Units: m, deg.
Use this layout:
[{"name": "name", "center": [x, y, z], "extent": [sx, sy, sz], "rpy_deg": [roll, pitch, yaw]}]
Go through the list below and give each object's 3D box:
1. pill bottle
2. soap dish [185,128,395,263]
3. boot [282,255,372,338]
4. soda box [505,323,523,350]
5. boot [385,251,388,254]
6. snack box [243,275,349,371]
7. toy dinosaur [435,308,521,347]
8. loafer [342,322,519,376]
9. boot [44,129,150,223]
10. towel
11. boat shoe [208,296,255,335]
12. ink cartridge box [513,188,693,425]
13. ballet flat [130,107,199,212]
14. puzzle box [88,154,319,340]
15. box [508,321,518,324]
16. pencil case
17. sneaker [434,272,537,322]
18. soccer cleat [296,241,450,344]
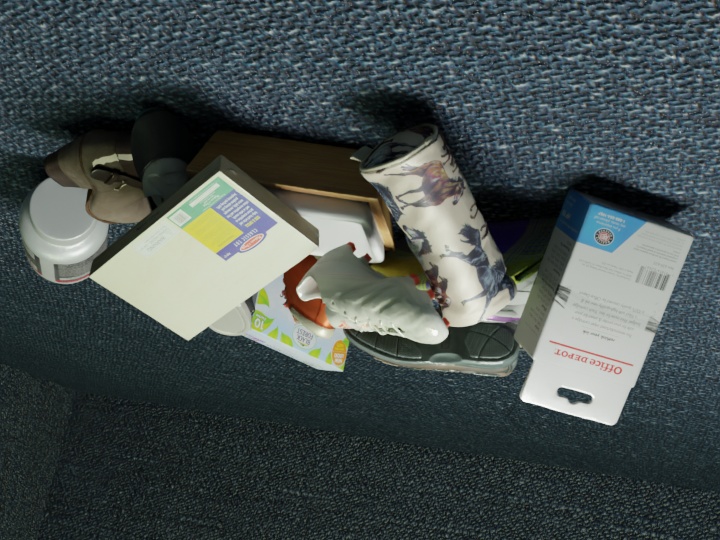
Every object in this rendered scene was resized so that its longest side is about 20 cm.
[{"name": "pill bottle", "center": [-0.376, -0.055, 1.444], "extent": [0.109, 0.112, 0.200], "rpy_deg": [15, 165, -11]}, {"name": "soap dish", "center": [-0.064, -0.076, 1.168], "extent": [0.197, 0.082, 0.158], "rpy_deg": [10, 165, 12]}, {"name": "boot", "center": [-0.069, -0.001, 1.310], "extent": [0.074, 0.108, 0.200], "rpy_deg": [14, -163, -35]}, {"name": "soda box", "center": [0.256, 0.064, 1.440], "extent": [0.063, 0.072, 0.199], "rpy_deg": [19, 165, -42]}, {"name": "boot", "center": [0.000, 0.000, 1.362], "extent": [0.068, 0.189, 0.201], "rpy_deg": [-28, 149, -7]}, {"name": "snack box", "center": [-0.082, 0.036, 1.475], "extent": [0.052, 0.144, 0.199], "rpy_deg": [3, 163, 37]}, {"name": "toy dinosaur", "center": [0.123, 0.062, 1.345], "extent": [0.087, 0.048, 0.200], "rpy_deg": [2, -173, -11]}, {"name": "loafer", "center": [0.077, 0.087, 1.260], "extent": [0.197, 0.073, 0.063], "rpy_deg": [9, 148, 12]}, {"name": "boot", "center": [-0.248, -0.101, 1.266], "extent": [0.144, 0.071, 0.200], "rpy_deg": [-5, 166, 26]}, {"name": "towel", "center": [0.111, -0.019, 1.193], "extent": [0.198, 0.143, 0.023], "rpy_deg": [1, 117, 40]}, {"name": "boat shoe", "center": [-0.151, -0.011, 1.184], "extent": [0.073, 0.061, 0.201], "rpy_deg": [-3, 142, 14]}, {"name": "ink cartridge box", "center": [0.226, 0.036, 1.103], "extent": [0.114, 0.202, 0.067], "rpy_deg": [16, -167, -15]}, {"name": "ballet flat", "center": [-0.192, -0.078, 1.175], "extent": [0.072, 0.074, 0.201], "rpy_deg": [10, 143, 8]}, {"name": "puzzle box", "center": [-0.153, -0.016, 1.110], "extent": [0.199, 0.026, 0.133], "rpy_deg": [-33, 126, 29]}, {"name": "box", "center": [0.154, 0.024, 1.331], "extent": [0.198, 0.050, 0.158], "rpy_deg": [17, -175, -16]}, {"name": "pencil case", "center": [0.071, -0.038, 1.032], "extent": [0.089, 0.078, 0.201], "rpy_deg": [11, 138, 52]}, {"name": "sneaker", "center": [0.168, 0.007, 1.221], "extent": [0.197, 0.101, 0.075], "rpy_deg": [0, 180, -20]}, {"name": "soccer cleat", "center": [0.011, 0.034, 1.076], "extent": [0.199, 0.077, 0.070], "rpy_deg": [30, 155, 53]}]
